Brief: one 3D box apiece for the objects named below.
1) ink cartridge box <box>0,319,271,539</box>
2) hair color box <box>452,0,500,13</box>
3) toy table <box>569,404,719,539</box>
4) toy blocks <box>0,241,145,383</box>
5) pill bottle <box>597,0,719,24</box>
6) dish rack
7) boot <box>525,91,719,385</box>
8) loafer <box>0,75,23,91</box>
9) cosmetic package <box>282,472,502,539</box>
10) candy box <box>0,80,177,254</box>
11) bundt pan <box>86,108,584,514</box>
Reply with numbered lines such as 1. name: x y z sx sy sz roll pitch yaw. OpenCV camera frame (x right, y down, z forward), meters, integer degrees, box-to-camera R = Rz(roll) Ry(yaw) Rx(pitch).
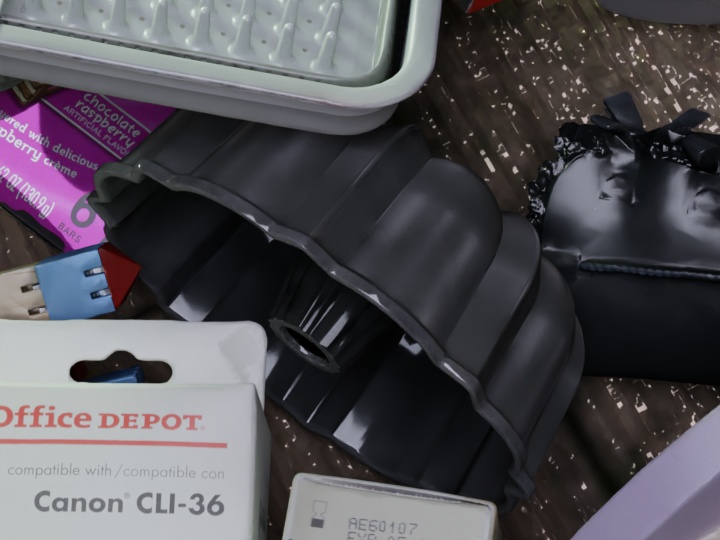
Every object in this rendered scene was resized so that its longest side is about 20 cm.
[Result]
1. ink cartridge box: -0.093 0.104 0.976 0.116 0.068 0.200 0 71 3
2. hair color box: 0.012 -0.205 1.064 0.061 0.102 0.200 -25 63 -42
3. toy table: 0.144 0.131 0.978 0.184 0.200 0.117 -15 57 -39
4. toy blocks: -0.132 0.076 1.079 0.137 0.100 0.200 -15 95 4
5. pill bottle: 0.135 -0.203 1.094 0.109 0.109 0.200 2 82 4
6. dish rack: -0.070 -0.117 0.975 0.200 0.044 0.172 10 47 -3
7. boot: 0.140 0.036 1.082 0.162 0.073 0.199 9 96 14
8. loafer: -0.133 -0.164 1.075 0.070 0.075 0.200 14 82 41
9. cosmetic package: 0.010 0.133 1.013 0.073 0.200 0.104 8 84 5
10. candy box: -0.094 -0.111 1.121 0.136 0.061 0.200 36 86 8
11. bundt pan: 0.000 0.000 1.033 0.202 0.202 0.076 35 74 7
